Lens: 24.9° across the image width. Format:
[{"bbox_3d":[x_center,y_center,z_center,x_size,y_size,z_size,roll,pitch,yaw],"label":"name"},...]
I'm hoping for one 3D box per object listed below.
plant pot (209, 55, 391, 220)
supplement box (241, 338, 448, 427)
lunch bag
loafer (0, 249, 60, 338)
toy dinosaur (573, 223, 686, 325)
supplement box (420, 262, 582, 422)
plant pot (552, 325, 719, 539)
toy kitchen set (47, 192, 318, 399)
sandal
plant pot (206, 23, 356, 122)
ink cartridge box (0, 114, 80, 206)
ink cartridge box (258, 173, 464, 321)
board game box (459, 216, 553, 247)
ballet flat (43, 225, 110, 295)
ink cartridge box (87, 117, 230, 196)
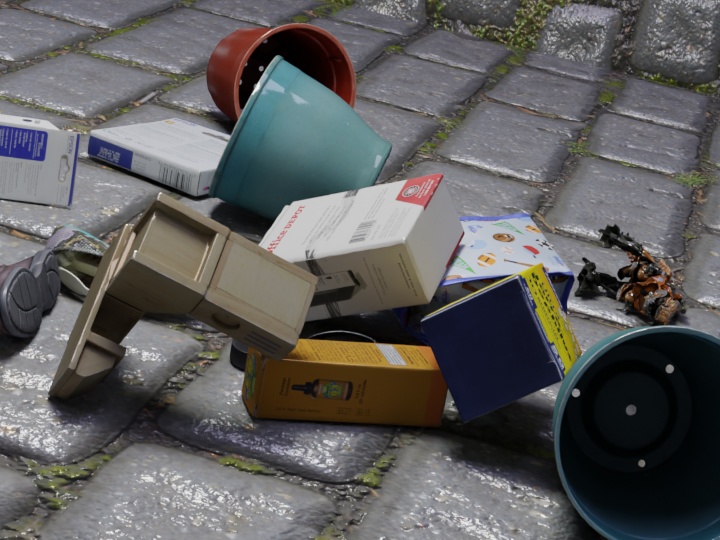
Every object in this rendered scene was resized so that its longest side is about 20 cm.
[{"bbox_3d":[-0.068,-0.143,2.102,0.187,0.201,0.200,27,19,-1],"label":"plant pot"},{"bbox_3d":[-0.014,0.109,1.607,0.198,0.067,0.069,5,20,-21],"label":"supplement box"},{"bbox_3d":[0.118,0.019,1.845,0.198,0.125,0.170,-1,24,-15],"label":"lunch bag"},{"bbox_3d":[-0.357,0.027,1.659,0.062,0.073,0.200,-7,12,5],"label":"loafer"},{"bbox_3d":[0.355,0.013,2.104,0.135,0.103,0.200,25,-1,-7],"label":"toy dinosaur"},{"bbox_3d":[0.145,0.068,1.629,0.109,0.110,0.200,-24,-1,13],"label":"supplement box"},{"bbox_3d":[0.267,0.142,1.509,0.198,0.203,0.188,11,4,-1],"label":"plant pot"},{"bbox_3d":[-0.178,0.071,1.548,0.179,0.200,0.164,28,56,-14],"label":"toy kitchen set"},{"bbox_3d":[-0.035,0.088,1.688,0.198,0.043,0.076,8,19,-12],"label":"sandal"},{"bbox_3d":[-0.135,-0.286,2.490,0.199,0.203,0.195,2,13,-26],"label":"plant pot"},{"bbox_3d":[-0.448,-0.141,2.009,0.198,0.101,0.039,8,18,-12],"label":"ink cartridge box"},{"bbox_3d":[-0.004,-0.022,1.787,0.198,0.083,0.147,-9,29,28],"label":"ink cartridge box"},{"bbox_3d":[0.131,-0.037,2.090,0.197,0.044,0.200,17,9,18],"label":"board game box"},{"bbox_3d":[-0.260,0.010,1.765,0.198,0.073,0.072,17,20,17],"label":"ballet flat"},{"bbox_3d":[-0.244,-0.161,2.273,0.195,0.044,0.199,20,19,27],"label":"ink cartridge box"}]
